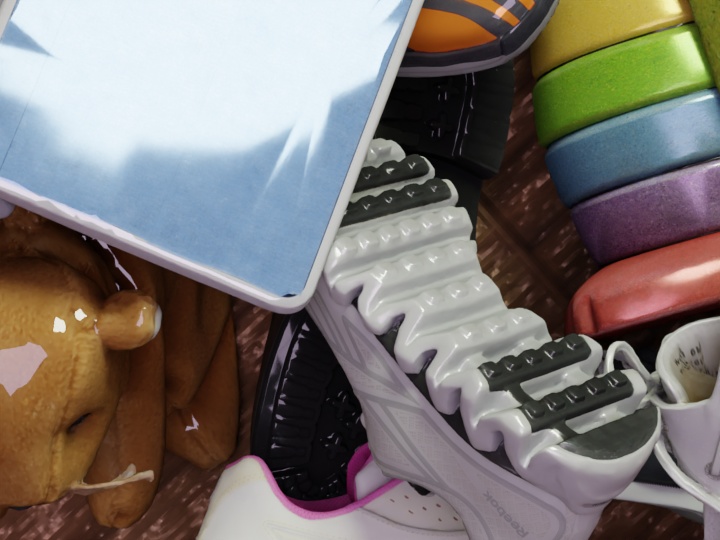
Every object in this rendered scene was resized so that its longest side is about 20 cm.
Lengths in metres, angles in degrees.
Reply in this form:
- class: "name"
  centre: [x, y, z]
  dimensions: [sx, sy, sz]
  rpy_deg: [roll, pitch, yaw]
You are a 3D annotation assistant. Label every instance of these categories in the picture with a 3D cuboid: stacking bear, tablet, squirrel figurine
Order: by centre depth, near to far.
- class: "tablet"
  centre: [-0.044, -0.098, 0.943]
  dimensions: [0.129, 0.014, 0.201]
  rpy_deg: [23, 74, -7]
- class: "squirrel figurine"
  centre: [-0.114, -0.004, 1.017]
  dimensions: [0.141, 0.187, 0.201]
  rpy_deg: [8, 93, 3]
- class: "stacking bear"
  centre: [0.105, -0.084, 1.043]
  dimensions: [0.113, 0.121, 0.201]
  rpy_deg: [-15, 86, 2]

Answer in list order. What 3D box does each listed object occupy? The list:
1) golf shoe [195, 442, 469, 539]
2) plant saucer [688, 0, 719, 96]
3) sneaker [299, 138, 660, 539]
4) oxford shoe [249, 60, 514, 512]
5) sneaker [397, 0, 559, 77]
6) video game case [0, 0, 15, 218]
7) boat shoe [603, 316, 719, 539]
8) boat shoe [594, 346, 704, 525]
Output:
- class: "golf shoe"
  centre: [0.037, 0.106, 1.007]
  dimensions: [0.199, 0.075, 0.092]
  rpy_deg: [1, 84, -12]
- class: "plant saucer"
  centre: [0.222, -0.088, 0.981]
  dimensions: [0.199, 0.048, 0.201]
  rpy_deg: [-18, 88, -10]
- class: "sneaker"
  centre: [0.015, 0.025, 0.963]
  dimensions: [0.200, 0.075, 0.081]
  rpy_deg: [50, 136, 35]
- class: "oxford shoe"
  centre: [0.000, 0.000, 1.066]
  dimensions: [0.072, 0.084, 0.201]
  rpy_deg: [22, 81, -25]
- class: "sneaker"
  centre: [-0.024, -0.141, 1.003]
  dimensions: [0.199, 0.112, 0.078]
  rpy_deg: [28, 76, 31]
- class: "video game case"
  centre: [-0.196, -0.070, 1.014]
  dimensions: [0.199, 0.183, 0.022]
  rpy_deg: [-13, 135, 21]
- class: "boat shoe"
  centre: [0.124, 0.040, 0.948]
  dimensions: [0.086, 0.075, 0.203]
  rpy_deg: [17, 133, 10]
- class: "boat shoe"
  centre: [0.099, 0.058, 1.046]
  dimensions: [0.199, 0.075, 0.061]
  rpy_deg: [15, 89, -29]
